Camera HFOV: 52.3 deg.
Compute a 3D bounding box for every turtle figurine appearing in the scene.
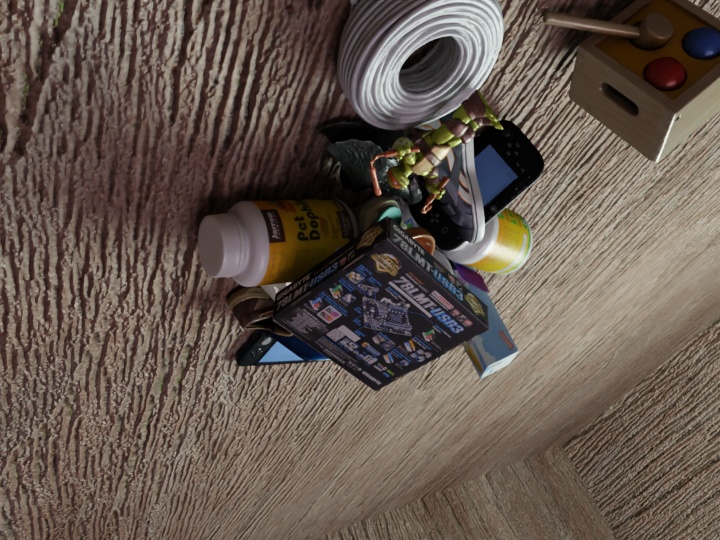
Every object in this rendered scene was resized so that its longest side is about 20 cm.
[{"bbox_3d":[0.091,-0.144,0.884,0.161,0.065,0.200,-36,155,13],"label":"turtle figurine"}]

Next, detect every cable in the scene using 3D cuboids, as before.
[{"bbox_3d":[0.069,-0.246,0.818,0.198,0.070,0.201,-14,149,-26],"label":"cable"}]

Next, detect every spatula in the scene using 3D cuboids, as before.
[{"bbox_3d":[0.163,-0.003,1.229,0.056,0.200,0.021,26,96,-15],"label":"spatula"}]

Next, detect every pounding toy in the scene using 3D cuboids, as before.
[{"bbox_3d":[0.362,-0.274,0.946,0.184,0.200,0.143,-38,154,-13],"label":"pounding toy"}]

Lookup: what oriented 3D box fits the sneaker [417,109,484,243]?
[{"bbox_3d":[0.117,-0.126,1.001,0.079,0.079,0.202,-16,114,-7],"label":"sneaker"}]

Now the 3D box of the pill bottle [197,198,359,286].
[{"bbox_3d":[-0.106,-0.038,0.964,0.198,0.110,0.110,-6,145,-36],"label":"pill bottle"}]

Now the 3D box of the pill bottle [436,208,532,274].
[{"bbox_3d":[0.190,-0.061,1.191,0.111,0.112,0.199,-42,150,25],"label":"pill bottle"}]

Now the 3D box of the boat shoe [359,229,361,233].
[{"bbox_3d":[0.000,0.000,1.108,0.200,0.056,0.069,98,15,-63],"label":"boat shoe"}]

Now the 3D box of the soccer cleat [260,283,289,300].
[{"bbox_3d":[-0.088,0.055,1.114,0.069,0.078,0.200,-17,139,31],"label":"soccer cleat"}]

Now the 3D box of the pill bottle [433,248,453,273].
[{"bbox_3d":[0.092,0.033,1.224,0.115,0.117,0.200,-26,169,-4],"label":"pill bottle"}]

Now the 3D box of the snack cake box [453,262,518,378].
[{"bbox_3d":[0.205,0.085,1.337,0.067,0.201,0.115,-25,162,-4],"label":"snack cake box"}]

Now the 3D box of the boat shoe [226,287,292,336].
[{"bbox_3d":[-0.124,0.076,1.176,0.072,0.072,0.199,-40,151,23],"label":"boat shoe"}]

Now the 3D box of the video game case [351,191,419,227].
[{"bbox_3d":[-0.002,-0.040,1.151,0.199,0.022,0.183,-30,152,1],"label":"video game case"}]

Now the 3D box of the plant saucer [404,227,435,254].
[{"bbox_3d":[0.018,0.010,1.027,0.199,0.032,0.201,-33,160,-14],"label":"plant saucer"}]

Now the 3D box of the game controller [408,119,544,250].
[{"bbox_3d":[0.167,-0.122,1.068,0.200,0.105,0.042,-41,163,14],"label":"game controller"}]

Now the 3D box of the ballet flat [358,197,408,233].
[{"bbox_3d":[0.025,-0.063,1.026,0.068,0.062,0.200,-48,161,-3],"label":"ballet flat"}]

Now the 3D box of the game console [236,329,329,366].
[{"bbox_3d":[-0.087,0.154,1.292,0.199,0.119,0.171,4,138,-45],"label":"game console"}]

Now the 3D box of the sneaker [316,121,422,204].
[{"bbox_3d":[0.018,-0.136,0.972,0.103,0.060,0.200,-22,153,1],"label":"sneaker"}]

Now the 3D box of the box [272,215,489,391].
[{"bbox_3d":[0.026,0.052,0.926,0.198,0.050,0.200,-35,123,28],"label":"box"}]
